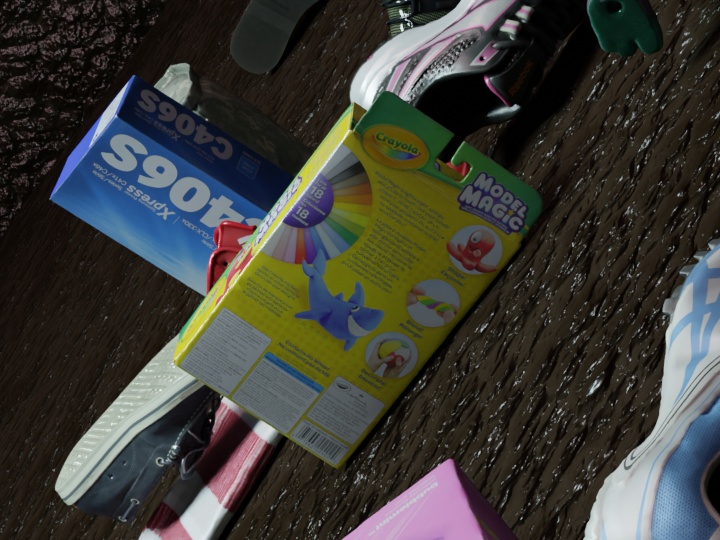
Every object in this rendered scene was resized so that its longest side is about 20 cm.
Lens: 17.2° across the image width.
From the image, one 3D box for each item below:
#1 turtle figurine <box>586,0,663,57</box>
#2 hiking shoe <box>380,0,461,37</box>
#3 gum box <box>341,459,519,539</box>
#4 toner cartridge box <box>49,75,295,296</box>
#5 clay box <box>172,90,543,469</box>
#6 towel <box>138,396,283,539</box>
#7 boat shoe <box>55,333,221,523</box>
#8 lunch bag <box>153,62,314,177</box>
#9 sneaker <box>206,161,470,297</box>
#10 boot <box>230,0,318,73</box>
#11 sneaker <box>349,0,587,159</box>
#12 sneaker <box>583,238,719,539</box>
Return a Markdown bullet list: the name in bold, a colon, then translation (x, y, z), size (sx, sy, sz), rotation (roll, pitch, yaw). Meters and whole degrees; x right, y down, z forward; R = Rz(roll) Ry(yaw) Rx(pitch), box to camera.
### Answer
- **turtle figurine**: translation (0.167, -0.206, 1.230), size (0.150, 0.101, 0.200), rotation (-45, 23, 43)
- **hiking shoe**: translation (0.042, -0.156, 1.547), size (0.200, 0.101, 0.076), rotation (-60, 13, -10)
- **gum box**: translation (-0.016, 0.174, 0.930), size (0.200, 0.066, 0.114), rotation (-38, 16, 4)
- **toner cartridge box**: translation (-0.085, -0.031, 1.495), size (0.095, 0.200, 0.043), rotation (-45, 18, 43)
- **clay box**: translation (0.000, 0.000, 1.303), size (0.200, 0.115, 0.048), rotation (-52, 13, 20)
- **towel**: translation (-0.115, 0.165, 1.544), size (0.200, 0.023, 0.144), rotation (-58, 14, -2)
- **boat shoe**: translation (-0.123, 0.098, 1.551), size (0.200, 0.062, 0.075), rotation (-46, 16, 32)
- **lunch bag**: translation (-0.085, -0.053, 1.628), size (0.118, 0.164, 0.200), rotation (-53, 12, -5)
- **sneaker**: translation (-0.022, -0.007, 1.396), size (0.200, 0.115, 0.078), rotation (-51, 14, 26)
- **boot**: translation (-0.058, -0.285, 2.302), size (0.200, 0.074, 0.075), rotation (-52, 4, 29)
- **sneaker**: translation (0.088, -0.130, 1.380), size (0.200, 0.080, 0.086), rotation (-45, 33, 14)
- **sneaker**: translation (0.134, 0.054, 0.825), size (0.072, 0.072, 0.200), rotation (-3, 34, 25)
